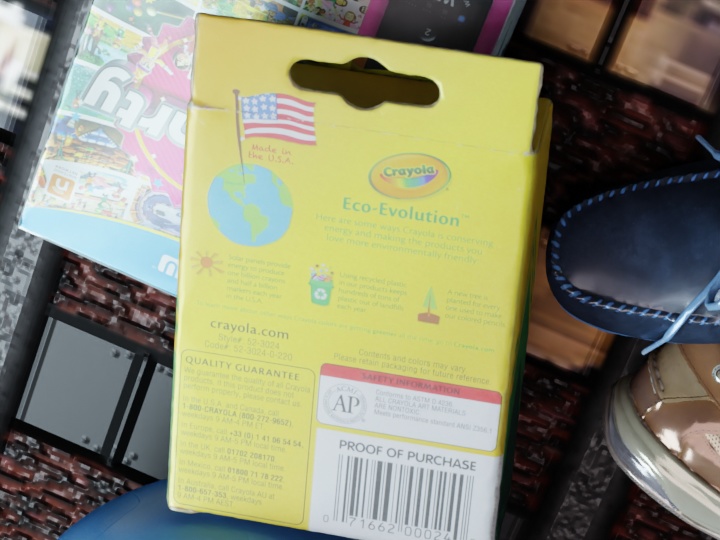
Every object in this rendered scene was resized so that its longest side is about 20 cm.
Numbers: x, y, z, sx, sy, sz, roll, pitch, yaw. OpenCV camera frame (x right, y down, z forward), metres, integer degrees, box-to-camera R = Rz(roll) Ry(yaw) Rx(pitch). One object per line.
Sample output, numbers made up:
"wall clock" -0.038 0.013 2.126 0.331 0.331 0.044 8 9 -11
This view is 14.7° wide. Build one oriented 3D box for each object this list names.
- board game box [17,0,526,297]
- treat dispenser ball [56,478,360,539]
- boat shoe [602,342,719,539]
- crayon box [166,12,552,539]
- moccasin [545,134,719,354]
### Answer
"board game box" -0.026 -0.080 1.040 0.147 0.064 0.201 23 120 2
"treat dispenser ball" -0.051 0.179 1.095 0.200 0.201 0.202 6 117 11
"boat shoe" 0.188 0.090 1.065 0.200 0.076 0.072 34 117 -6
"crayon box" 0.000 0.000 1.009 0.126 0.051 0.201 10 118 7
"moccasin" 0.164 -0.016 1.011 0.199 0.068 0.081 -7 81 9
